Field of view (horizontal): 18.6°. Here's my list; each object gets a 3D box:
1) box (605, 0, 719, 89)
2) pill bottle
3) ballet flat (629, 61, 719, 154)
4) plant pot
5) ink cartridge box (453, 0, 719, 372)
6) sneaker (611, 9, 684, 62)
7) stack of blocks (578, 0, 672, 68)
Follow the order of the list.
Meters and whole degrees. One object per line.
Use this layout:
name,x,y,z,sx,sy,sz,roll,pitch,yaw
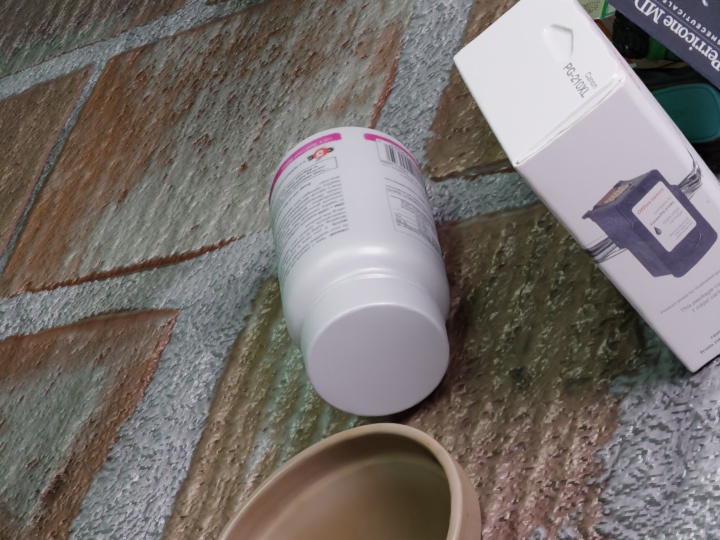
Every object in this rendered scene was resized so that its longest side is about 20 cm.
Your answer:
box,0.212,-0.251,1.321,0.197,0.200,0.124,-56,-11,25
pill bottle,0.000,0.000,1.498,0.113,0.113,0.200,-33,33,16
ballet flat,0.194,-0.106,1.457,0.200,0.073,0.073,2,54,53
plant pot,0.001,0.197,1.292,0.201,0.093,0.201,-29,34,22
ink cartridge box,0.156,-0.058,1.312,0.084,0.200,0.145,-38,33,9
sneaker,0.221,-0.215,1.476,0.085,0.078,0.200,12,59,0
stack of blocks,0.206,-0.233,1.588,0.115,0.059,0.200,-15,42,37
